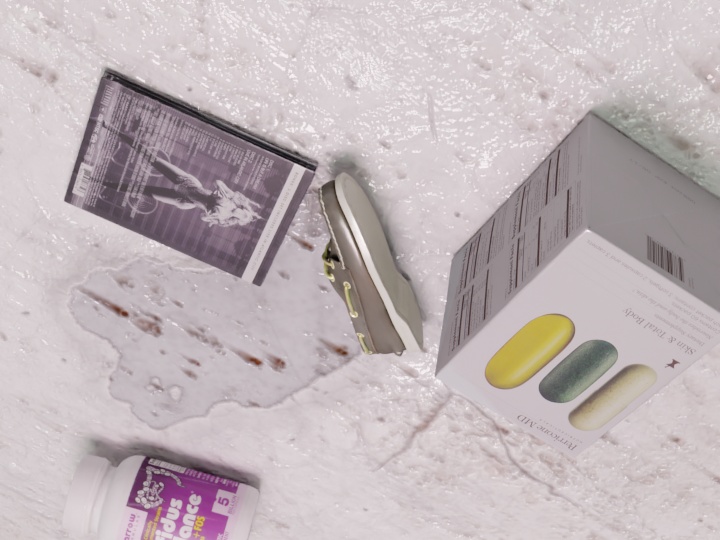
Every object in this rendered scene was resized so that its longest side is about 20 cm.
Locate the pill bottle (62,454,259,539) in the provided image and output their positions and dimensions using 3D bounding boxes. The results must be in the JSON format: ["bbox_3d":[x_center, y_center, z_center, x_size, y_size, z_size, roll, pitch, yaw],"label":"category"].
[{"bbox_3d":[-0.218,0.267,1.316,0.198,0.113,0.113,15,132,-2],"label":"pill bottle"}]

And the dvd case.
[{"bbox_3d":[-0.154,-0.078,1.072,0.198,0.016,0.149,24,130,-7],"label":"dvd case"}]

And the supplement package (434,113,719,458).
[{"bbox_3d":[0.182,0.017,0.987,0.151,0.152,0.200,30,130,-14],"label":"supplement package"}]

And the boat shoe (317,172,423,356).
[{"bbox_3d":[0.000,0.002,1.069,0.060,0.073,0.203,-13,130,16],"label":"boat shoe"}]
